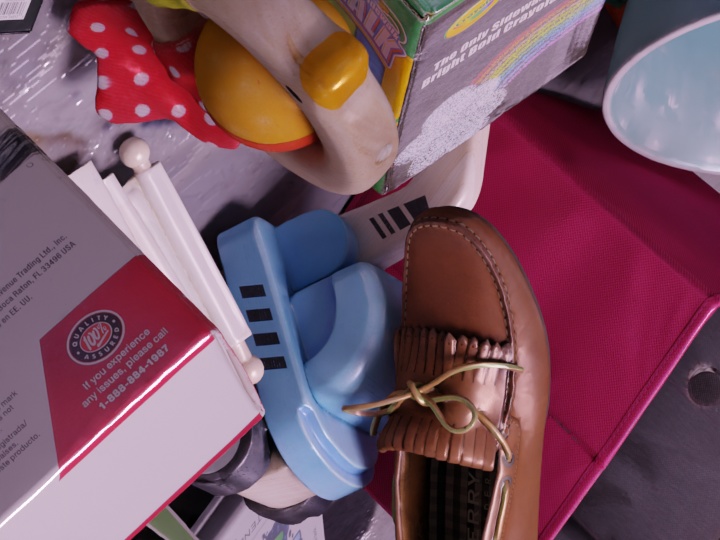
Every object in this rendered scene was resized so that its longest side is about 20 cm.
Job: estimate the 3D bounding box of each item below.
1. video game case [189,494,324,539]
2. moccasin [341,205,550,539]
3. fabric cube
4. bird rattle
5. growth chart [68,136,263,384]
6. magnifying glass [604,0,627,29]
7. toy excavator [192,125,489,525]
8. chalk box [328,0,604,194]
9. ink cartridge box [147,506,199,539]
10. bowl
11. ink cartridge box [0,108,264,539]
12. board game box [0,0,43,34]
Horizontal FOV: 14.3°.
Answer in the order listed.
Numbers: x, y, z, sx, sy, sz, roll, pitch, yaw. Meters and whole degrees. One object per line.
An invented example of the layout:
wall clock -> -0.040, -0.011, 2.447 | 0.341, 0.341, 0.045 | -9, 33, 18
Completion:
video game case -> -0.066, 0.202, 1.495 | 0.182, 0.024, 0.201 | -53, 149, -42
moccasin -> 0.039, 0.072, 1.295 | 0.078, 0.073, 0.203 | -22, 122, -52
fabric cube -> 0.103, 0.040, 1.452 | 0.196, 0.199, 0.201 | 10, 119, -55
bird rattle -> -0.054, -0.085, 1.107 | 0.113, 0.163, 0.200 | -40, 158, -20
growth chart -> -0.133, 0.033, 1.231 | 0.199, 0.018, 0.145 | -29, 106, -35
magnifying glass -> 0.125, -0.150, 1.432 | 0.080, 0.022, 0.200 | -47, 152, -2
toy excavator -> 0.000, 0.000, 1.352 | 0.199, 0.195, 0.100 | -24, 155, 17
chalk box -> 0.027, -0.148, 1.156 | 0.124, 0.124, 0.200 | -34, 163, -20
ink cartridge box -> -0.150, 0.167, 1.326 | 0.199, 0.146, 0.048 | -13, 138, -46
bowl -> 0.212, -0.132, 1.399 | 0.199, 0.106, 0.201 | -3, 157, -1
ink cartridge box -> -0.158, 0.024, 1.088 | 0.145, 0.200, 0.084 | -42, 153, -9
board game box -> -0.177, -0.144, 1.032 | 0.199, 0.028, 0.136 | -8, 132, -48
